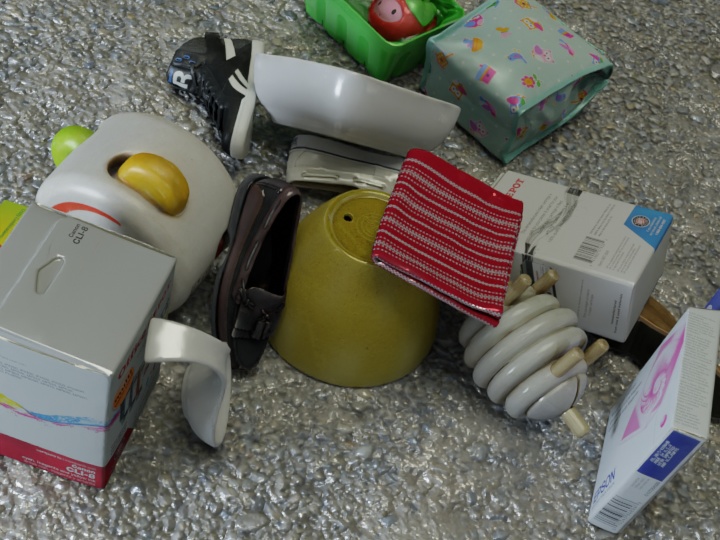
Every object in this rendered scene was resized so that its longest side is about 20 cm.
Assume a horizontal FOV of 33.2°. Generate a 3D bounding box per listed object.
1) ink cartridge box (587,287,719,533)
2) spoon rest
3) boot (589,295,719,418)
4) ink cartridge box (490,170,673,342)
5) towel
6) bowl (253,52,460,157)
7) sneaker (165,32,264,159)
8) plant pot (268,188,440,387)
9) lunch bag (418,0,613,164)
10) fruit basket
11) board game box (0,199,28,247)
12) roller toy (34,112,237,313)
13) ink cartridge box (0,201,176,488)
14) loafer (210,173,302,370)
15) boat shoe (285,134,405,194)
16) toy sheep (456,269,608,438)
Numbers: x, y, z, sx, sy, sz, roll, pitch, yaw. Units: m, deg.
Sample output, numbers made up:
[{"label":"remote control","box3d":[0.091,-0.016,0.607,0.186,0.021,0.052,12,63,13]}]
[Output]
[{"label":"ink cartridge box","box3d":[0.292,0.130,1.191,0.043,0.197,0.200,20,50,0]},{"label":"spoon rest","box3d":[-0.141,0.099,1.106,0.060,0.200,0.100,1,68,9]},{"label":"boot","box3d":[0.344,0.081,1.329,0.200,0.074,0.075,40,47,21]},{"label":"ink cartridge box","box3d":[0.222,-0.020,1.324,0.200,0.084,0.145,18,41,22]},{"label":"towel","box3d":[0.093,-0.040,1.211,0.144,0.023,0.200,28,38,-6]},{"label":"bowl","box3d":[-0.009,-0.183,1.373,0.199,0.075,0.200,10,6,-43]},{"label":"sneaker","box3d":[-0.177,-0.206,1.421,0.112,0.073,0.200,8,43,-5]},{"label":"plant pot","box3d":[0.000,0.000,1.253,0.200,0.142,0.200,7,52,-9]},{"label":"lunch bag","box3d":[0.201,-0.256,1.523,0.200,0.122,0.170,-35,67,-28]},{"label":"fruit basket","box3d":[0.036,-0.373,1.520,0.155,0.216,0.216,-29,64,-32]},{"label":"board game box","box3d":[-0.353,0.032,1.111,0.048,0.102,0.200,18,36,2]},{"label":"roller toy","box3d":[-0.223,-0.051,1.205,0.200,0.183,0.140,4,43,33]},{"label":"ink cartridge box","box3d":[-0.265,0.070,1.089,0.144,0.200,0.145,20,51,2]},{"label":"loafer","box3d":[-0.100,0.006,1.196,0.063,0.200,0.072,14,9,38]},{"label":"boat shoe","box3d":[0.011,-0.097,1.390,0.200,0.071,0.070,15,77,-8]},{"label":"toy sheep","box3d":[0.175,0.084,1.240,0.138,0.138,0.200,-19,65,-27]}]
